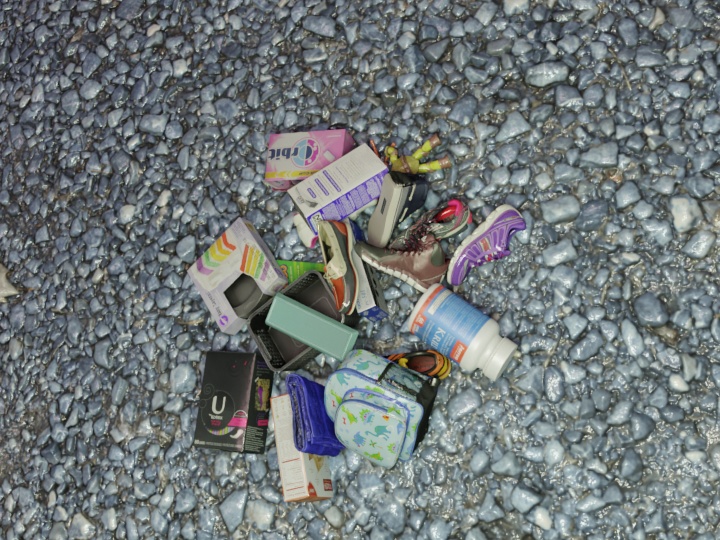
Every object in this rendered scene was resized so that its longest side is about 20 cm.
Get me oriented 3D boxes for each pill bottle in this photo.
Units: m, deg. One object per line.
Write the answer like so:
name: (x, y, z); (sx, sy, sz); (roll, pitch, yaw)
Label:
pill bottle: (0.199, 0.122, 1.551); (0.199, 0.112, 0.113); (34, 88, 18)

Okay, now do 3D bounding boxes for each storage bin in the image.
storage bin: (-0.119, 0.106, 1.672); (0.199, 0.094, 0.136); (-36, 74, 13)

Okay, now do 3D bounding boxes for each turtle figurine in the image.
turtle figurine: (0.104, -0.230, 1.719); (0.160, 0.064, 0.202); (-28, 67, 11)

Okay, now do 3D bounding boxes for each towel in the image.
towel: (-0.083, 0.284, 1.566); (0.049, 0.200, 0.150); (-14, 71, 12)

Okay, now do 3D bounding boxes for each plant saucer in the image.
plant saucer: (-0.102, 0.114, 1.606); (0.198, 0.019, 0.071); (24, 94, 20)

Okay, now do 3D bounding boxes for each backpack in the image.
backpack: (0.027, 0.256, 1.520); (0.198, 0.185, 0.147); (25, 41, 17)

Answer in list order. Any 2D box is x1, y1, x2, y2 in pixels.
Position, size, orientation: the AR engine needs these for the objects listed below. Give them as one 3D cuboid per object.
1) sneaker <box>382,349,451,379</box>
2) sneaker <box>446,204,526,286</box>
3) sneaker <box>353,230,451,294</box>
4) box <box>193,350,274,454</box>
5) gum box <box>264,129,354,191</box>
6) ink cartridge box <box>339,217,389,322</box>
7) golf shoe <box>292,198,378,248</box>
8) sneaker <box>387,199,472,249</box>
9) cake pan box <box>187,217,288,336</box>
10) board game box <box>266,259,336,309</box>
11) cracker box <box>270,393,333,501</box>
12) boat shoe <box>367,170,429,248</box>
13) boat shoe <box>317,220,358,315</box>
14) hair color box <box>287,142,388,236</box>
sneaker: (0.077, 0.192, 1.593); (0.197, 0.090, 0.071); (-13, 71, 16)
sneaker: (0.251, -0.042, 1.606); (0.200, 0.081, 0.083); (-47, 72, 3)
sneaker: (0.093, -0.041, 1.617); (0.198, 0.076, 0.116); (26, 106, -12)
box: (-0.262, 0.277, 1.686); (0.120, 0.106, 0.203); (0, 74, 20)
gum box: (-0.119, -0.246, 1.805); (0.197, 0.066, 0.115); (0, 73, 21)
ink cartridge box: (0.000, 0.000, 1.675); (0.044, 0.094, 0.202); (-23, 68, 13)
golf shoe: (-0.048, -0.111, 1.747); (0.198, 0.075, 0.093); (-18, 84, 17)
sneaker: (0.133, -0.083, 1.661); (0.199, 0.075, 0.081); (-36, 66, 8)
cake pan box: (-0.272, 0.015, 1.781); (0.184, 0.052, 0.201); (-43, 61, 14)
board game box: (-0.114, 0.031, 1.745); (0.197, 0.030, 0.097); (5, 78, 19)
cracker box: (-0.115, 0.353, 1.594); (0.057, 0.134, 0.203); (-15, 70, 15)
boat shoe: (0.081, -0.118, 1.670); (0.091, 0.201, 0.075); (-5, 48, -25)
boat shoe: (-0.047, -0.008, 1.594); (0.071, 0.062, 0.203); (-38, 52, 50)
hair color box: (-0.042, -0.170, 1.676); (0.198, 0.065, 0.110); (-31, 45, -6)
